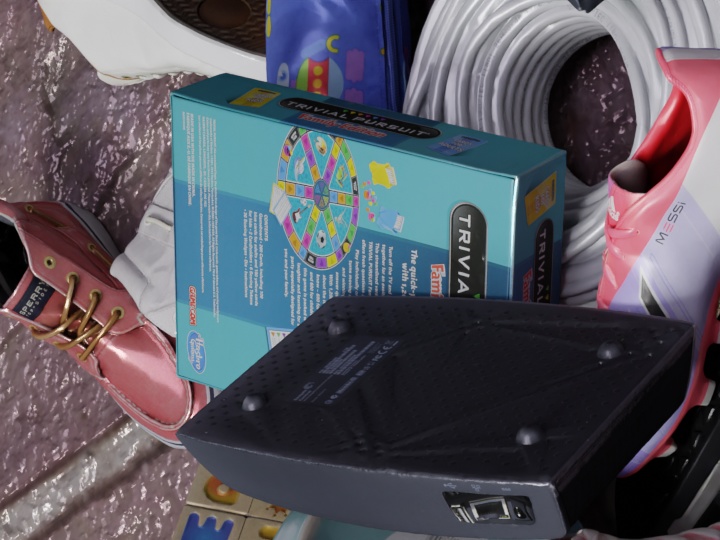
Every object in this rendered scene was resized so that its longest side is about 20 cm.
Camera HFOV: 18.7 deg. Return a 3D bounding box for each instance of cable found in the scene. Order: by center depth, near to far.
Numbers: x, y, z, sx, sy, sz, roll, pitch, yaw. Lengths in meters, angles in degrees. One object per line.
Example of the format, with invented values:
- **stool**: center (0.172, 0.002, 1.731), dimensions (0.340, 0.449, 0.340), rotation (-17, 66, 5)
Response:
- **cable**: center (0.108, -0.076, 1.044), dimensions (0.199, 0.069, 0.202), rotation (14, 94, 41)

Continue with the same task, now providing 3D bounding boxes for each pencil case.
- **pencil case**: center (-0.009, -0.133, 1.146), dimensions (0.086, 0.078, 0.202), rotation (-9, 78, 34)

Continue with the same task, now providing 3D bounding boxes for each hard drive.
- **hard drive**: center (0.033, 0.060, 0.928), dimensions (0.199, 0.135, 0.043), rotation (3, 121, 39)

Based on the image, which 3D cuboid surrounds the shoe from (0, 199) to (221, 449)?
- **shoe**: center (-0.158, 0.029, 1.244), dimensions (0.200, 0.091, 0.072), rotation (47, 113, 32)

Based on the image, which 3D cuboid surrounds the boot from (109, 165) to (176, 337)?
- **boot**: center (-0.055, 0.016, 1.166), dimensions (0.200, 0.073, 0.096), rotation (35, 90, 44)

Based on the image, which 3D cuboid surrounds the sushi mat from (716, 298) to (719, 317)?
- **sushi mat**: center (0.172, -0.049, 1.039), dimensions (0.095, 0.012, 0.202), rotation (10, 91, 40)

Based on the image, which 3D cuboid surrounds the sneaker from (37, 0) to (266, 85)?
- **sneaker**: center (-0.105, -0.137, 1.249), dimensions (0.199, 0.073, 0.085), rotation (27, 138, 29)

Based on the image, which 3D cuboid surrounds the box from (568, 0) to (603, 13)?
- **box**: center (0.104, -0.259, 0.992), dimensions (0.200, 0.124, 0.197), rotation (-39, 59, -12)

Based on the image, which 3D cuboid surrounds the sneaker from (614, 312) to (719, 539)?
- **sneaker**: center (0.182, 0.076, 0.982), dimensions (0.201, 0.082, 0.072), rotation (119, 159, -44)

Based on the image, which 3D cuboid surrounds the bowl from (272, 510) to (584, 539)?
- **bowl**: center (0.031, 0.155, 0.950), dimensions (0.200, 0.200, 0.106), rotation (37, 149, 34)

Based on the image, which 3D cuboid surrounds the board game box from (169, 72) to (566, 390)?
- **board game box**: center (0.000, 0.000, 1.045), dimensions (0.199, 0.047, 0.152), rotation (16, 116, 32)

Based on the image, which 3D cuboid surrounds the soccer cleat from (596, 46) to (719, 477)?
- **soccer cleat**: center (0.128, -0.004, 0.943), dimensions (0.067, 0.076, 0.201), rotation (-106, 34, -61)

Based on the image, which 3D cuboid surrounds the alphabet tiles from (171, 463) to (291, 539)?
- **alphabet tiles**: center (-0.008, 0.128, 1.057), dimensions (0.165, 0.006, 0.201), rotation (10, 53, 14)

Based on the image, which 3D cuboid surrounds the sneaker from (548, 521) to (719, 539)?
- **sneaker**: center (0.125, 0.124, 0.875), dimensions (0.105, 0.200, 0.075), rotation (46, 145, 1)
